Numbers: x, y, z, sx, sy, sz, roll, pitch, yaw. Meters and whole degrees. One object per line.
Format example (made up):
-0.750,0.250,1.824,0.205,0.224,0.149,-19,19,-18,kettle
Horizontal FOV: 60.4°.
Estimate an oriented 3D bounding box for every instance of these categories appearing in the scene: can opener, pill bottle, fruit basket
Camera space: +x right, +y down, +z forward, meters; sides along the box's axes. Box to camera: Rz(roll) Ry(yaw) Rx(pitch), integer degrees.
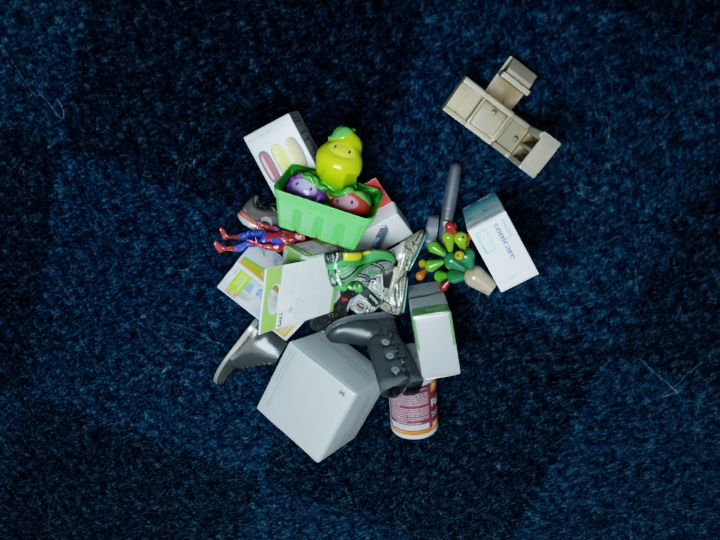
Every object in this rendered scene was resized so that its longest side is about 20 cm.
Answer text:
0.188,-0.133,1.334,0.078,0.063,0.201,12,109,2,can opener
0.122,0.281,1.450,0.114,0.114,0.201,-3,108,6,pill bottle
-0.053,-0.169,1.197,0.215,0.156,0.216,6,122,10,fruit basket

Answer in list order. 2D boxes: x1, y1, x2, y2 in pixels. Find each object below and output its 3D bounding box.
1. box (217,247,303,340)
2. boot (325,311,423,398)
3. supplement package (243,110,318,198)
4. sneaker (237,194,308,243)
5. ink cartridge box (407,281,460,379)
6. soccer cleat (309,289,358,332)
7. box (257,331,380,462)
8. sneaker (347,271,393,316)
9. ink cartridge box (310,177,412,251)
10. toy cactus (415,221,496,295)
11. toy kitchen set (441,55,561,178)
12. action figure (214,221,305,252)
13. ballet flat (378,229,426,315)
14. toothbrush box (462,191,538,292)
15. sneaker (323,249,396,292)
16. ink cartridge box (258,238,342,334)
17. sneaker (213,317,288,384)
-0.199,0.043,1.391,0.200,0.101,0.112,40,132,-8,box
0.026,0.187,1.323,0.164,0.200,0.066,-13,142,-10,boot
-0.142,-0.222,1.312,0.113,0.110,0.200,-25,104,12,supplement package
-0.174,-0.101,1.376,0.200,0.077,0.082,31,102,-5,sneaker
0.157,0.124,1.351,0.084,0.200,0.147,-10,108,5,ink cartridge box
-0.050,0.054,1.375,0.068,0.073,0.200,23,120,-22,soccer cleat
-0.084,0.278,1.408,0.200,0.171,0.199,35,110,20,box
0.017,0.068,1.405,0.074,0.089,0.200,37,106,-5,sneaker
-0.011,-0.089,1.327,0.200,0.045,0.176,-27,144,13,ink cartridge box
0.204,-0.006,1.279,0.165,0.102,0.200,37,144,12,toy cactus
0.292,-0.318,1.201,0.200,0.181,0.163,33,107,-10,toy kitchen set
-0.212,-0.069,1.320,0.199,0.066,0.052,1,136,13,action figure
0.083,-0.001,1.357,0.075,0.068,0.201,15,101,-2,ballet flat
0.284,-0.065,1.275,0.085,0.200,0.147,-28,104,13,toothbrush box
0.000,0.000,1.260,0.078,0.200,0.086,-2,94,41,sneaker
-0.139,0.028,1.249,0.076,0.200,0.148,29,120,37,ink cartridge box
-0.266,0.219,1.486,0.106,0.075,0.200,37,107,-4,sneaker
